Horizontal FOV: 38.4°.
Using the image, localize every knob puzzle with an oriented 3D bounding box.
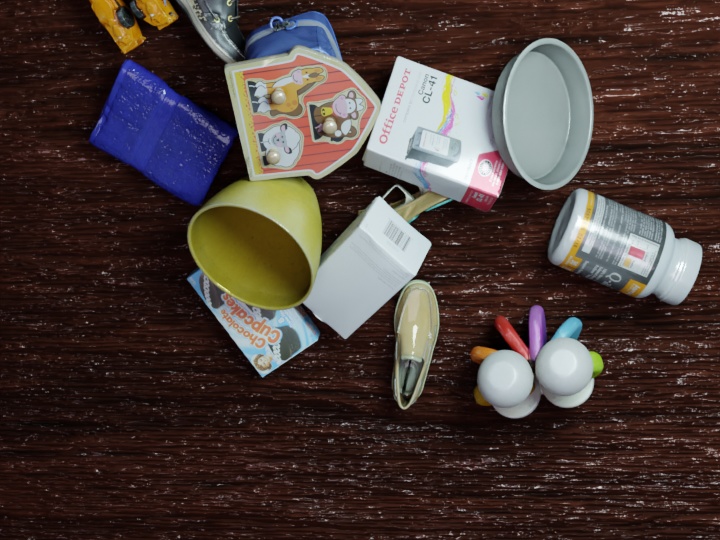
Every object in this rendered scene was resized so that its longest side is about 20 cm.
[{"bbox_3d":[-0.069,-0.204,1.386,0.215,0.031,0.223,-2,127,-3],"label":"knob puzzle"}]

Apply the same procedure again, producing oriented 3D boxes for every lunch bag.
[{"bbox_3d":[-0.086,-0.259,1.446,0.133,0.133,0.202,-13,127,6],"label":"lunch bag"}]

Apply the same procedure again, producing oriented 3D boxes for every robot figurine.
[{"bbox_3d":[-0.351,-0.421,1.466,0.143,0.058,0.202,-24,105,25],"label":"robot figurine"}]

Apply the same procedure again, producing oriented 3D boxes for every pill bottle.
[{"bbox_3d":[0.379,-0.030,1.487,0.197,0.117,0.118,22,111,-1],"label":"pill bottle"}]

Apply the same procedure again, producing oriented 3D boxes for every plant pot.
[{"bbox_3d":[-0.134,-0.064,1.509,0.196,0.143,0.202,14,138,13],"label":"plant pot"}]

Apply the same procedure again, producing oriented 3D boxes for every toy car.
[{"bbox_3d":[0.260,0.131,1.552,0.196,0.175,0.153,-13,71,12],"label":"toy car"}]

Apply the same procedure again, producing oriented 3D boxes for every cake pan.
[{"bbox_3d":[0.248,-0.213,1.417,0.036,0.199,0.204,6,116,47],"label":"cake pan"}]

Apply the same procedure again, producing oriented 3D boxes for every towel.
[{"bbox_3d":[-0.293,-0.205,1.550,0.198,0.050,0.149,32,117,-5],"label":"towel"}]

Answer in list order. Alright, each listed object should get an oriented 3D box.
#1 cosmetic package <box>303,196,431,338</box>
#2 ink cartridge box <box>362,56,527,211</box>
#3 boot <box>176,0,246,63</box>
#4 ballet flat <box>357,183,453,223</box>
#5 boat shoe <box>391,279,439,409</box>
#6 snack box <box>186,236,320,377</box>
[{"bbox_3d":[0.000,0.000,1.526,0.113,0.082,0.200,41,135,-9],"label":"cosmetic package"},{"bbox_3d":[0.117,-0.191,1.451,0.197,0.086,0.150,20,80,-2],"label":"ink cartridge box"},{"bbox_3d":[-0.175,-0.396,1.455,0.150,0.073,0.201,-35,96,17],"label":"boot"},{"bbox_3d":[0.081,-0.107,1.523,0.198,0.069,0.064,-30,98,15],"label":"ballet flat"},{"bbox_3d":[0.083,0.118,1.596,0.070,0.076,0.204,4,109,6],"label":"boat shoe"},{"bbox_3d":[-0.167,0.056,1.626,0.115,0.037,0.201,-33,102,17],"label":"snack box"}]
